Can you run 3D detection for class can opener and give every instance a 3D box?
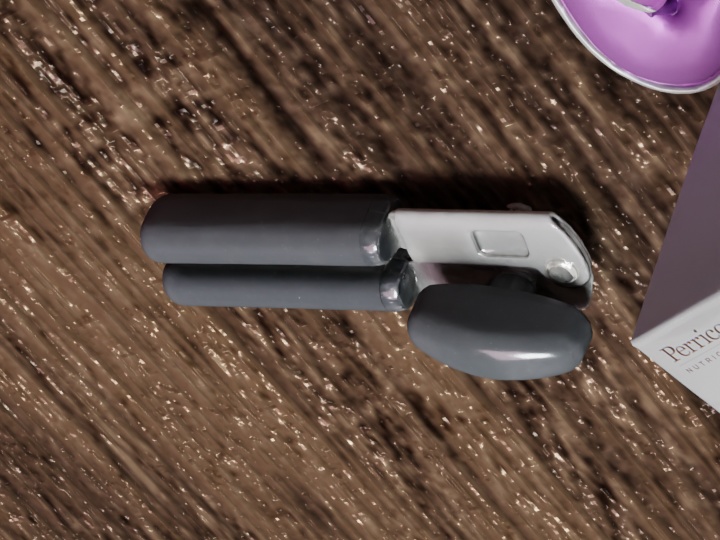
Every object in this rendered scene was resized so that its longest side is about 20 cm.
[{"bbox_3d":[0.000,0.000,1.125,0.199,0.067,0.053,5,137,29],"label":"can opener"}]

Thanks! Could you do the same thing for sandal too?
[{"bbox_3d":[0.084,-0.134,0.946,0.082,0.050,0.203,4,134,23],"label":"sandal"}]

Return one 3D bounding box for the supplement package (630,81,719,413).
[{"bbox_3d":[0.236,-0.005,0.932,0.200,0.147,0.191,37,138,-15],"label":"supplement package"}]
